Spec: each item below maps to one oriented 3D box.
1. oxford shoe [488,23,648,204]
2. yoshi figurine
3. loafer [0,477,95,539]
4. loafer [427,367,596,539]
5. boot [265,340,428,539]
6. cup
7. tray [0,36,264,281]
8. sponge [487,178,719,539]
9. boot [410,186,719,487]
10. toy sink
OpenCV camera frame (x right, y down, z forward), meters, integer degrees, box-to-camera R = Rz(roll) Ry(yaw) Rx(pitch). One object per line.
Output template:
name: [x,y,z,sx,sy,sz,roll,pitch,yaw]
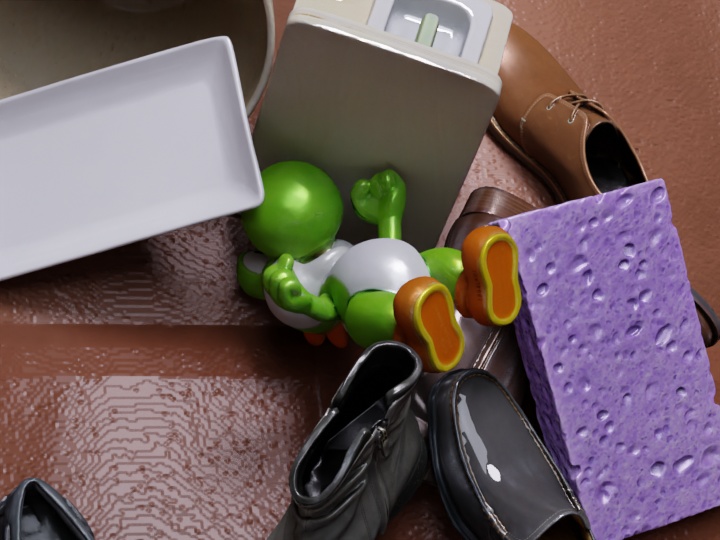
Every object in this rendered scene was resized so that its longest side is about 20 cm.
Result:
oxford shoe: [0.136,-0.094,1.530,0.071,0.071,0.200,-23,65,-24]
yoshi figurine: [-0.007,-0.011,1.368,0.112,0.200,0.112,24,82,-41]
loafer: [-0.147,0.203,1.265,0.068,0.070,0.201,-18,65,-23]
loafer: [0.102,0.143,1.336,0.073,0.072,0.201,-22,83,-30]
boot: [-0.028,0.137,1.284,0.068,0.131,0.200,25,71,15]
cup: [-0.144,-0.177,1.457,0.199,0.201,0.143,15,31,-4]
tray: [-0.157,-0.061,1.406,0.199,0.022,0.108,-15,77,11]
sponge: [0.151,0.054,1.402,0.111,0.030,0.201,-16,93,-25]
boot: [0.105,0.069,1.426,0.186,0.064,0.200,25,59,2]
toy sink: [0.012,-0.111,1.430,0.130,0.200,0.112,18,56,-2]
